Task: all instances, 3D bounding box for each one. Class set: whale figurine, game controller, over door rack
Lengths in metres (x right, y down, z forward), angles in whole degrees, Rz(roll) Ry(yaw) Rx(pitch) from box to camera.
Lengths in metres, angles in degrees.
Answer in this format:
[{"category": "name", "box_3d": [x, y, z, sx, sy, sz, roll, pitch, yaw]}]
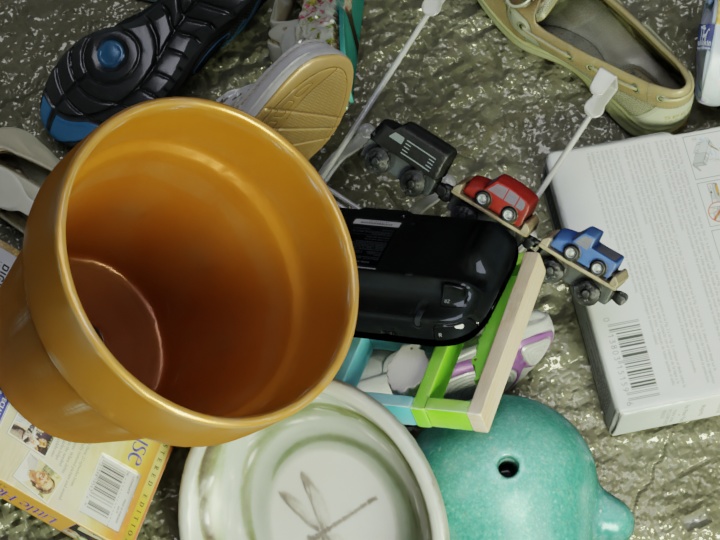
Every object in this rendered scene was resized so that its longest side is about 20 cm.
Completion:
[{"category": "whale figurine", "box_3d": [0.099, 0.172, 1.399, 0.158, 0.104, 0.201, -13, 67, -8]}, {"category": "game controller", "box_3d": [0.000, 0.000, 1.433, 0.199, 0.042, 0.104, 6, 38, 27]}, {"category": "over door rack", "box_3d": [0.067, -0.082, 1.511, 0.147, 0.067, 0.201, 33, 99, 11]}]

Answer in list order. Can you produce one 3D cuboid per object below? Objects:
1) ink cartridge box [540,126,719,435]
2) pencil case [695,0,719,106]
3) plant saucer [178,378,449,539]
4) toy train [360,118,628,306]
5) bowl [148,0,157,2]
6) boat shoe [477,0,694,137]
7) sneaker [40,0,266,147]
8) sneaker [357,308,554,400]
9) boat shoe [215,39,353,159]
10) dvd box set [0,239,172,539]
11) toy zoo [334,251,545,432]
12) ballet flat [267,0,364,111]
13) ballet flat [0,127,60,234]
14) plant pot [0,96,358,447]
[{"category": "ink cartridge box", "box_3d": [0.229, -0.001, 1.518, 0.173, 0.044, 0.201, -10, 64, -7]}, {"category": "pencil case", "box_3d": [0.331, -0.147, 1.566, 0.199, 0.083, 0.091, 10, 84, 3]}, {"category": "plant saucer", "box_3d": [-0.021, 0.160, 1.391, 0.200, 0.200, 0.050, 48, 29, 19]}, {"category": "toy train", "box_3d": [0.091, -0.040, 1.451, 0.200, 0.034, 0.046, 33, 109, 11]}, {"category": "bowl", "box_3d": [-0.130, -0.306, 1.622, 0.200, 0.105, 0.202, 1, 63, -1]}, {"category": "boat shoe", "box_3d": [0.157, -0.175, 1.587, 0.073, 0.063, 0.201, -37, 71, -17]}, {"category": "sneaker", "box_3d": [-0.135, -0.154, 1.572, 0.200, 0.082, 0.073, -38, 80, 3]}, {"category": "sneaker", "box_3d": [0.026, 0.051, 1.462, 0.199, 0.075, 0.100, -18, 59, 0]}, {"category": "boat shoe", "box_3d": [-0.073, -0.092, 1.478, 0.071, 0.200, 0.070, 1, 53, -36]}, {"category": "dvd box set", "box_3d": [-0.207, 0.073, 1.419, 0.200, 0.029, 0.147, 32, 58, -21]}, {"category": "toy zoo", "box_3d": [0.006, 0.038, 1.430, 0.199, 0.021, 0.132, 4, 51, 26]}, {"category": "ballet flat", "box_3d": [-0.032, -0.164, 1.548, 0.064, 0.076, 0.200, -6, 30, 7]}, {"category": "ballet flat", "box_3d": [-0.194, -0.030, 1.507, 0.200, 0.070, 0.070, 33, 68, 17]}, {"category": "plant pot", "box_3d": [-0.132, 0.022, 1.354, 0.199, 0.183, 0.201, 14, 64, -30]}]
